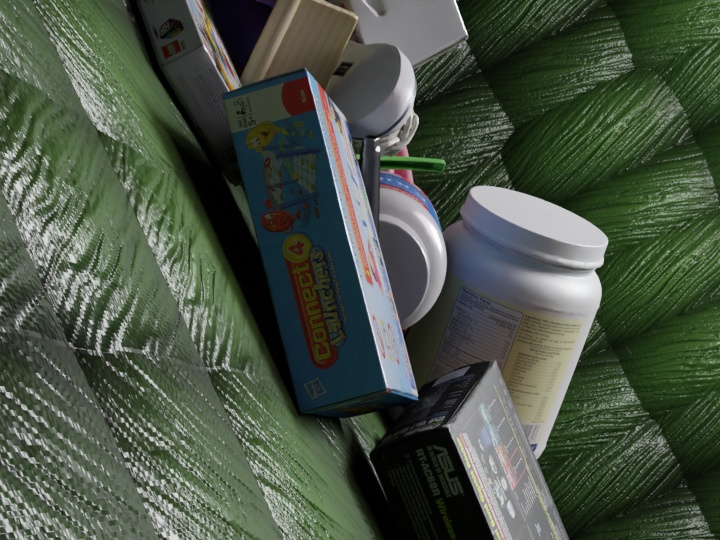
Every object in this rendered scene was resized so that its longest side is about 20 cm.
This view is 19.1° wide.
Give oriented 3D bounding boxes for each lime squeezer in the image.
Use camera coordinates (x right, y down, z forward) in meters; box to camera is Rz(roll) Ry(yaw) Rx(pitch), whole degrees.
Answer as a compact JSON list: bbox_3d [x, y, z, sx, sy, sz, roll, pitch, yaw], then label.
[{"bbox_3d":[-0.022,-0.069,1.562,0.070,0.199,0.038,19,-61,35],"label":"lime squeezer"}]

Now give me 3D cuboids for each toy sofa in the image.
[{"bbox_3d":[-0.086,-0.201,1.587,0.097,0.083,0.200,18,20,-28],"label":"toy sofa"}]

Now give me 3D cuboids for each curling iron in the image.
[{"bbox_3d":[0.000,0.000,1.500,0.050,0.025,0.202,-86,177,-63],"label":"curling iron"}]

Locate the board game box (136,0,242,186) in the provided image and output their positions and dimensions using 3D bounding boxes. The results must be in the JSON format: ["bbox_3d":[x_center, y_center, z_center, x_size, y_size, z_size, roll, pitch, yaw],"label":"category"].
[{"bbox_3d":[-0.121,-0.168,1.462,0.127,0.034,0.201,61,5,-49],"label":"board game box"}]

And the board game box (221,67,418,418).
[{"bbox_3d":[-0.022,-0.010,1.360,0.196,0.055,0.202,36,40,-81],"label":"board game box"}]

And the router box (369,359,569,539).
[{"bbox_3d":[0.086,0.179,1.444,0.202,0.062,0.150,67,19,-7],"label":"router box"}]

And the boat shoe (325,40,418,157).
[{"bbox_3d":[0.012,-0.117,1.552,0.070,0.071,0.200,43,-3,-18],"label":"boat shoe"}]

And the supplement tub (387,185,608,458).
[{"bbox_3d":[0.114,0.046,1.770,0.145,0.144,0.202,-90,-161,-74],"label":"supplement tub"}]

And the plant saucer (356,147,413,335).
[{"bbox_3d":[0.018,-0.021,1.867,0.200,0.050,0.203,-5,90,-83],"label":"plant saucer"}]

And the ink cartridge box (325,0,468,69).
[{"bbox_3d":[-0.005,-0.247,1.694,0.147,0.084,0.200,66,-10,-25],"label":"ink cartridge box"}]

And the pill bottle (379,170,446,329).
[{"bbox_3d":[0.011,-0.012,1.640,0.113,0.112,0.200,63,3,-8],"label":"pill bottle"}]

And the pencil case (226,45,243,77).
[{"bbox_3d":[-0.097,-0.223,1.763,0.201,0.087,0.087,63,4,-1],"label":"pencil case"}]
